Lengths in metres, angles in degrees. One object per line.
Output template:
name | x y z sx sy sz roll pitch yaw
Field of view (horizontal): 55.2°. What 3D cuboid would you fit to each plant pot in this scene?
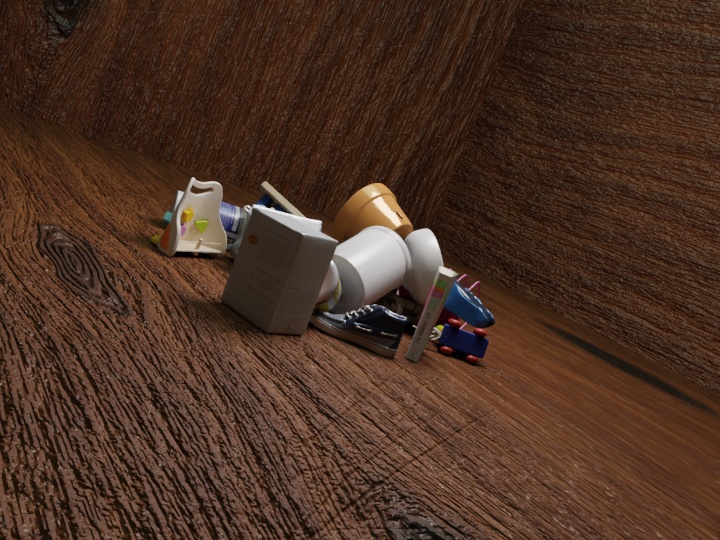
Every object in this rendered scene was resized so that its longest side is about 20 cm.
plant pot | 0.045 -0.110 1.827 0.140 0.200 0.200 43 17 25

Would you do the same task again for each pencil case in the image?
pencil case | 0.112 0.099 1.816 0.089 0.078 0.200 29 11 35

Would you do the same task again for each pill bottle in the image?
pill bottle | -0.415 -0.140 1.876 0.199 0.116 0.116 19 9 -23
pill bottle | -0.098 0.033 1.492 0.112 0.112 0.200 22 -12 6

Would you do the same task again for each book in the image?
book | 0.154 0.095 1.536 0.048 0.201 0.134 23 9 8

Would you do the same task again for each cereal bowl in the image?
cereal bowl | 0.148 -0.004 1.766 0.083 0.201 0.200 -11 15 -9

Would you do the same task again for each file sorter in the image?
file sorter | 0.223 0.066 1.941 0.199 0.140 0.125 27 44 31

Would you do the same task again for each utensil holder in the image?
utensil holder | 0.000 0.000 1.664 0.169 0.171 0.200 26 32 26

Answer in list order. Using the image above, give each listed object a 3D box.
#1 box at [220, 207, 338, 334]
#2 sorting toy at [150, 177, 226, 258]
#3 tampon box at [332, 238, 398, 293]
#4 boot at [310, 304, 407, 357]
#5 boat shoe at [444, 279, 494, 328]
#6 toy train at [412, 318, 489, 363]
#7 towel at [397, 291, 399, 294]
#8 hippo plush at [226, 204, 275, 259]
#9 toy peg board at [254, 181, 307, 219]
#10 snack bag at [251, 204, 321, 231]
box | -0.158 0.002 1.337 0.152 0.201 0.106 29 11 37
sorting toy | -0.395 -0.130 1.640 0.106 0.181 0.200 25 9 21
tampon box | -0.001 0.004 1.965 0.199 0.127 0.150 27 10 31
boot | -0.003 0.104 1.456 0.199 0.091 0.073 22 9 -1
boat shoe | 0.263 0.090 1.769 0.068 0.084 0.200 13 29 -44
toy train | 0.206 0.158 1.709 0.199 0.085 0.116 20 -2 -12
towel | 0.175 0.053 2.073 0.199 0.133 0.034 14 10 -44
hippo plush | -0.247 -0.082 1.770 0.200 0.162 0.159 29 11 39
toy peg board | -0.224 -0.108 1.878 0.200 0.098 0.199 42 -19 5
snack bag | -0.184 -0.050 1.681 0.199 0.190 0.021 12 -15 -32
